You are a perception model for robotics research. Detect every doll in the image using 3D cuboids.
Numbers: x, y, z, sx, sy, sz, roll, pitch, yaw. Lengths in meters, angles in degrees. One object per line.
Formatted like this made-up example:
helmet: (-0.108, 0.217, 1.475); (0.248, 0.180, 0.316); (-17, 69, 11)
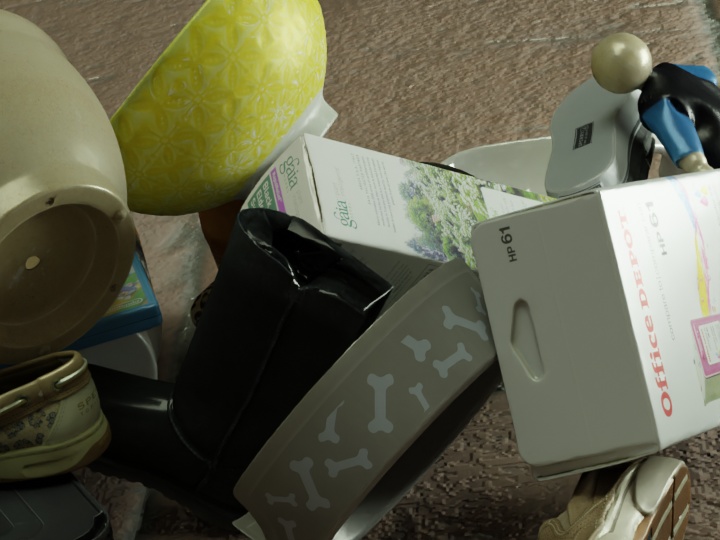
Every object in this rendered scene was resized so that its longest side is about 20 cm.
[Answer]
doll: (0.229, -0.082, 1.624); (0.048, 0.200, 0.136); (-42, 11, 31)

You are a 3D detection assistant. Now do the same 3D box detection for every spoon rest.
spoon rest: (0.140, -0.062, 1.719); (0.200, 0.061, 0.099); (-12, 43, -25)

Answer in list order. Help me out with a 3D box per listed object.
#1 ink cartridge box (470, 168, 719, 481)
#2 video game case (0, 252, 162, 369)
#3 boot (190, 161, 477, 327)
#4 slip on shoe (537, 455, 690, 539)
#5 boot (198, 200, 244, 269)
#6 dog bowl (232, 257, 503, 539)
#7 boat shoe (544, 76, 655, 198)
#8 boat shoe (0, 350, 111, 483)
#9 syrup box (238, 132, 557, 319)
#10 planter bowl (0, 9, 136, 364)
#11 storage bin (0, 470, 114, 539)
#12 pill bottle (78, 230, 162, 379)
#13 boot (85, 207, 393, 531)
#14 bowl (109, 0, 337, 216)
ink cartridge box: (0.155, 0.026, 1.395); (0.085, 0.145, 0.200); (-15, -2, 32)
video game case: (-0.212, 0.001, 1.557); (0.143, 0.018, 0.200); (-17, 31, -8)
boot: (0.000, 0.000, 1.616); (0.200, 0.151, 0.073); (5, 52, -41)
slip on shoe: (0.120, 0.154, 1.314); (0.061, 0.076, 0.200); (6, 27, 20)
boot: (-0.017, -0.041, 1.682); (0.201, 0.144, 0.071); (-1, 28, 19)
dog bowl: (0.011, 0.086, 1.389); (0.059, 0.200, 0.200); (43, 46, 10)
boat shoe: (0.162, -0.075, 1.658); (0.069, 0.057, 0.200); (-19, 23, 24)
boat shoe: (-0.241, 0.085, 1.397); (0.200, 0.063, 0.073); (-10, 26, 3)
syrup box: (0.034, -0.008, 1.485); (0.200, 0.081, 0.079); (12, 46, -30)
planter bowl: (-0.211, -0.030, 1.422); (0.200, 0.200, 0.135); (-26, 49, -28)
storage bin: (-0.236, 0.187, 1.367); (0.200, 0.094, 0.135); (-21, 28, -21)
pill bottle: (-0.191, 0.028, 1.643); (0.116, 0.116, 0.200); (-14, 27, -6)
boot: (-0.092, 0.043, 1.418); (0.165, 0.200, 0.066); (24, 43, -5)
bowl: (-0.080, -0.102, 1.576); (0.200, 0.108, 0.200); (-51, 4, 4)
